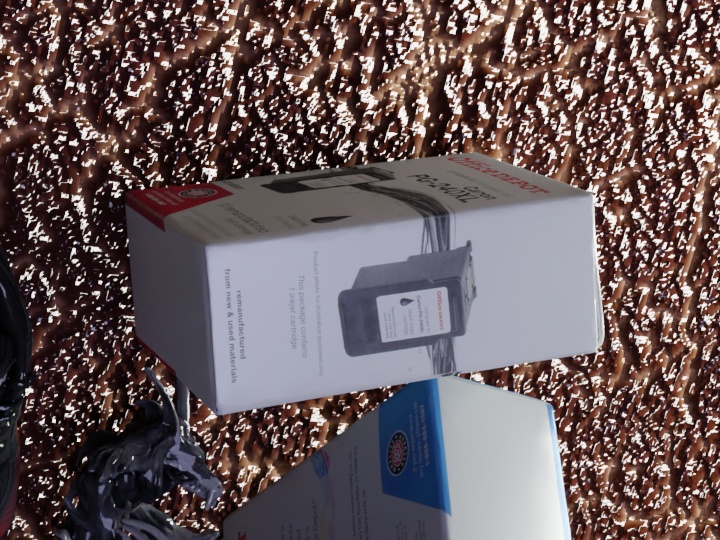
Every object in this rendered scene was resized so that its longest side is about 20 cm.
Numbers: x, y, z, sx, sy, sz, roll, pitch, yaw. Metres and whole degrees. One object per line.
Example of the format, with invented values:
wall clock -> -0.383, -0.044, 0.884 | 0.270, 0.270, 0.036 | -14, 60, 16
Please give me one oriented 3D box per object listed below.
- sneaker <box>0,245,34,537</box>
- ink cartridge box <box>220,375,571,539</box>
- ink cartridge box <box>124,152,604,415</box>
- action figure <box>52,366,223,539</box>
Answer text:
sneaker -> -0.195, 0.058, 0.998 | 0.070, 0.098, 0.202 | -11, 117, -20
ink cartridge box -> 0.015, 0.162, 1.052 | 0.084, 0.145, 0.200 | 16, 144, -32
ink cartridge box -> 0.000, 0.000, 1.025 | 0.199, 0.145, 0.084 | -8, 104, -20
action figure -> -0.114, 0.146, 1.062 | 0.102, 0.119, 0.201 | 29, 107, 2
